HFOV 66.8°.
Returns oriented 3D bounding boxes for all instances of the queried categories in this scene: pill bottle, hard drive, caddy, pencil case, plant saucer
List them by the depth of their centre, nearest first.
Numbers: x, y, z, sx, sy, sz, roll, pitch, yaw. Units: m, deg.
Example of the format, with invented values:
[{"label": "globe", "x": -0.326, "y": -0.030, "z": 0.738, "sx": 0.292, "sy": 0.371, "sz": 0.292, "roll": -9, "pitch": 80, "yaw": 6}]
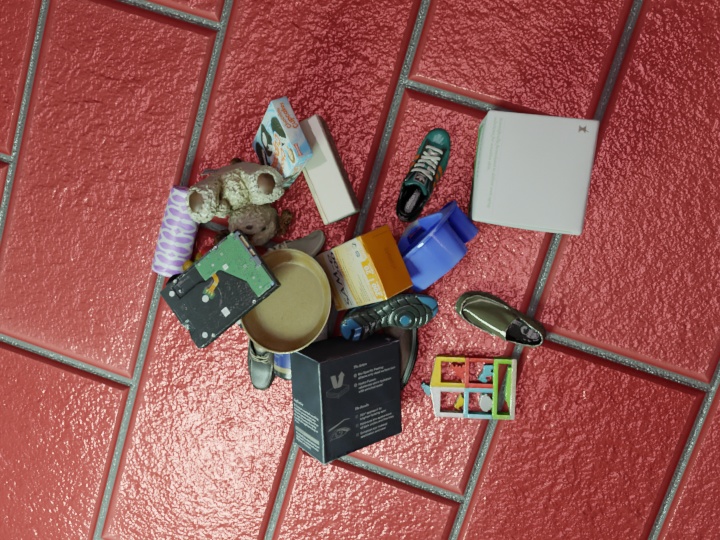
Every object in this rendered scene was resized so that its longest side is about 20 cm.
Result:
[{"label": "hard drive", "x": -0.270, "y": 0.035, "z": 1.053, "sx": 0.199, "sy": 0.038, "sz": 0.140, "roll": -40, "pitch": 84, "yaw": 5}, {"label": "caddy", "x": 0.131, "y": -0.051, "z": 1.059, "sx": 0.105, "sy": 0.142, "sz": 0.200, "roll": 43, "pitch": 137, "yaw": -4}, {"label": "plant saucer", "x": -0.144, "y": 0.060, "z": 1.065, "sx": 0.197, "sy": 0.035, "sz": 0.203, "roll": -2, "pitch": 82, "yaw": 17}, {"label": "pill bottle", "x": -0.123, "y": 0.118, "z": 1.137, "sx": 0.110, "sy": 0.112, "sz": 0.203, "roll": 3, "pitch": 97, "yaw": 6}, {"label": "pencil case", "x": -0.381, "y": -0.083, "z": 1.162, "sx": 0.083, "sy": 0.085, "sz": 0.202, "roll": 26, "pitch": 100, "yaw": 37}]

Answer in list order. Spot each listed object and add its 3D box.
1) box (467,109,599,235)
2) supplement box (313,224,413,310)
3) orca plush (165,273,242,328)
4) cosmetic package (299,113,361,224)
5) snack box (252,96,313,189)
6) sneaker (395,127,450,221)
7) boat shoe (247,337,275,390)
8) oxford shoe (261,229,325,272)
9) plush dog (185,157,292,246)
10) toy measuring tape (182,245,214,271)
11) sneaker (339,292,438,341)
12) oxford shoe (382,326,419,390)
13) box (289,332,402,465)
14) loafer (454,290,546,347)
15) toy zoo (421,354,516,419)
[{"label": "box", "x": 0.314, "y": -0.179, "z": 1.027, "sx": 0.197, "sy": 0.171, "sz": 0.202, "roll": 8, "pitch": 97, "yaw": 5}, {"label": "supplement box", "x": 0.000, "y": 0.000, "z": 1.069, "sx": 0.073, "sy": 0.199, "sz": 0.127, "roll": -26, "pitch": 93, "yaw": -31}, {"label": "orca plush", "x": -0.314, "y": 0.047, "z": 1.160, "sx": 0.198, "sy": 0.072, "sz": 0.105, "roll": 21, "pitch": 139, "yaw": -24}, {"label": "cosmetic package", "x": -0.071, "y": -0.200, "z": 1.102, "sx": 0.072, "sy": 0.104, "sz": 0.202, "roll": -23, "pitch": 92, "yaw": 9}, {"label": "snack box", "x": -0.156, "y": -0.237, "z": 1.062, "sx": 0.037, "sy": 0.200, "sz": 0.117, "roll": -26, "pitch": 89, "yaw": -23}, {"label": "sneaker", "x": 0.128, "y": -0.190, "z": 1.091, "sx": 0.071, "sy": 0.080, "sz": 0.202, "roll": 23, "pitch": 98, "yaw": 3}, {"label": "boat shoe", "x": -0.214, "y": 0.163, "z": 1.171, "sx": 0.073, "sy": 0.073, "sz": 0.203, "roll": 5, "pitch": 97, "yaw": 6}, {"label": "oxford shoe", "x": -0.162, "y": -0.028, "z": 1.131, "sx": 0.199, "sy": 0.075, "sz": 0.058, "roll": -32, "pitch": 123, "yaw": -2}, {"label": "plush dog", "x": -0.236, "y": -0.129, "z": 1.120, "sx": 0.197, "sy": 0.161, "sz": 0.173, "roll": -16, "pitch": 119, "yaw": 1}, {"label": "toy measuring tape", "x": -0.279, "y": -0.022, "z": 1.170, "sx": 0.197, "sy": 0.073, "sz": 0.075, "roll": -8, "pitch": 96, "yaw": -17}, {"label": "sneaker", "x": 0.055, "y": 0.078, "z": 1.085, "sx": 0.197, "sy": 0.082, "sz": 0.074, "roll": -12, "pitch": 110, "yaw": 6}, {"label": "oxford shoe", "x": 0.083, "y": 0.149, "z": 1.143, "sx": 0.083, "sy": 0.073, "sz": 0.203, "roll": 8, "pitch": 85, "yaw": 8}, {"label": "box", "x": -0.027, "y": 0.241, "z": 1.085, "sx": 0.195, "sy": 0.117, "sz": 0.203, "roll": -9, "pitch": 102, "yaw": -36}, {"label": "loafer", "x": 0.289, "y": 0.100, "z": 1.112, "sx": 0.198, "sy": 0.070, "sz": 0.076, "roll": 21, "pitch": 98, "yaw": 3}, {"label": "toy zoo", "x": 0.228, "y": 0.247, "z": 1.159, "sx": 0.197, "sy": 0.020, "sz": 0.133, "roll": 2, "pitch": 96, "yaw": 6}]
